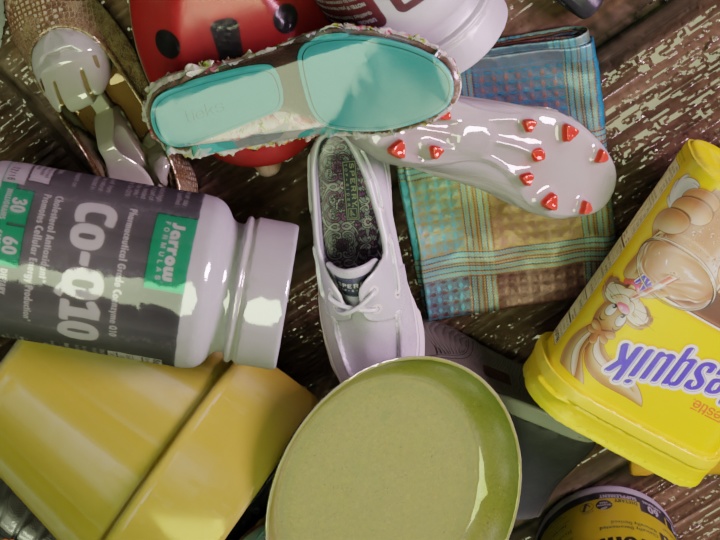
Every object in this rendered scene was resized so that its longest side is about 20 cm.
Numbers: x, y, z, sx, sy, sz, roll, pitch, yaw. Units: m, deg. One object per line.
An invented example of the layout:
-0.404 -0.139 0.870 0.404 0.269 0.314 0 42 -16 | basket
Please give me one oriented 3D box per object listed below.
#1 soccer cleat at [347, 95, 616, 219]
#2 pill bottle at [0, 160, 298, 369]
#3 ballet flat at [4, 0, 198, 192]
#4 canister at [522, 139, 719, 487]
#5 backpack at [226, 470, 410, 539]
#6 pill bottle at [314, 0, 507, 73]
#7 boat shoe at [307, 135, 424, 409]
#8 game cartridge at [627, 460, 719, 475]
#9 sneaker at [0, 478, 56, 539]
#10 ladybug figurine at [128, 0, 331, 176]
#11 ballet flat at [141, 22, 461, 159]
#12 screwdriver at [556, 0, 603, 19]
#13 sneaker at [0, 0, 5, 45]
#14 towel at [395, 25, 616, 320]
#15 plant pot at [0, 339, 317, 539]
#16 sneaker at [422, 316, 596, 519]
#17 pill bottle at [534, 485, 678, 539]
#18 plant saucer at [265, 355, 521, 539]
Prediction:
0.079 -0.084 1.199 0.199 0.078 0.070 14 96 -28 | soccer cleat
-0.144 0.000 1.166 0.199 0.113 0.114 9 116 -2 | pill bottle
-0.169 -0.107 1.204 0.070 0.065 0.200 -29 113 13 | ballet flat
0.224 0.029 1.235 0.148 0.087 0.200 28 112 -12 | canister
-0.021 0.219 1.300 0.200 0.126 0.167 -39 109 -17 | backpack
0.006 -0.212 1.119 0.113 0.113 0.200 -29 125 13 | pill bottle
0.000 0.000 1.219 0.072 0.068 0.201 -1 95 15 | boat shoe
0.293 0.067 1.312 0.199 0.032 0.177 -3 116 0 | game cartridge
-0.297 0.182 1.348 0.200 0.078 0.112 34 116 -4 | sneaker
-0.080 -0.149 1.180 0.135 0.072 0.201 -14 116 6 | ladybug figurine
-0.036 -0.114 1.119 0.199 0.064 0.076 -5 105 9 | ballet flat
0.080 -0.232 1.171 0.200 0.029 0.028 41 109 -13 | screwdriver
-0.287 -0.122 1.189 0.076 0.081 0.201 20 113 -8 | sneaker
0.099 -0.063 1.252 0.146 0.022 0.201 -8 116 5 | towel
-0.160 0.115 1.255 0.189 0.201 0.201 36 112 1 | plant pot
0.067 0.110 1.307 0.199 0.075 0.107 24 116 -8 | sneaker
0.187 0.252 1.308 0.111 0.200 0.112 0 117 -1 | pill bottle
0.018 0.151 1.215 0.199 0.031 0.201 -9 107 -30 | plant saucer
